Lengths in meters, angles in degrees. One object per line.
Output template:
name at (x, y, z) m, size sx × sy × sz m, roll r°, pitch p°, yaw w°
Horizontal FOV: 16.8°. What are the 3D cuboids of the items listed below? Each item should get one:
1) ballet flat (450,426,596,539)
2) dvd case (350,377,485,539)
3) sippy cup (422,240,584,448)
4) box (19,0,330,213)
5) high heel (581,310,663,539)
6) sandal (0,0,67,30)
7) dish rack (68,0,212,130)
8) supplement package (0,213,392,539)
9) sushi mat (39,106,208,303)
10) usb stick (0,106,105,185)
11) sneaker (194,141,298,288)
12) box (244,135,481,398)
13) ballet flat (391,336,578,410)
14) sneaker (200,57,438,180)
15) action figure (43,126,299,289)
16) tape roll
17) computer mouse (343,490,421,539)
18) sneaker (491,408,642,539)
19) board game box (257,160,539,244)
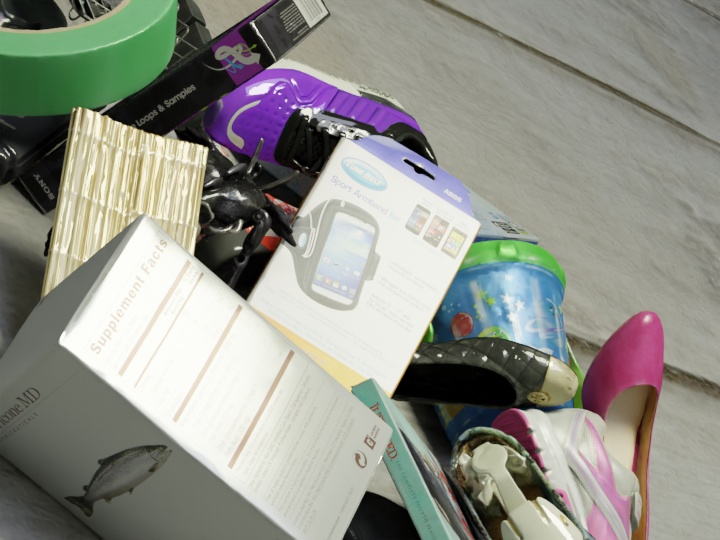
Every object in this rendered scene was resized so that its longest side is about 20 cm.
ballet flat at (0.108, 0.168, 1.609) m, size 0.074 × 0.074 × 0.200 m, roll 32°, pitch 9°, yaw -32°
dvd case at (0.061, 0.172, 1.617) m, size 0.146 × 0.022 × 0.200 m, roll 64°, pitch 4°, yaw 38°
sippy cup at (0.100, 0.068, 1.830) m, size 0.177 × 0.140 × 0.131 m, roll -3°, pitch 55°, yaw -16°
box at (-0.123, -0.118, 1.631) m, size 0.036 × 0.199 × 0.143 m, roll 57°, pitch 22°, yaw -8°
high heel at (0.200, 0.135, 1.781) m, size 0.067 × 0.201 × 0.096 m, roll 12°, pitch 14°, yaw -37°
sandal at (-0.251, -0.179, 1.700) m, size 0.075 × 0.048 × 0.201 m, roll 45°, pitch 22°, yaw -6°
dish rack at (-0.175, -0.185, 1.813) m, size 0.200 × 0.054 × 0.154 m, roll 32°, pitch 25°, yaw -45°
supplement package at (-0.103, 0.089, 1.395) m, size 0.200 × 0.117 × 0.118 m, roll 41°, pitch 46°, yaw -13°
sushi mat at (-0.148, 0.001, 1.490) m, size 0.095 × 0.012 × 0.201 m, roll 19°, pitch 63°, yaw -27°
usb stick at (-0.222, -0.105, 1.645) m, size 0.055 × 0.033 × 0.200 m, roll 35°, pitch 24°, yaw 0°
sneaker at (-0.073, -0.040, 1.763) m, size 0.201 × 0.067 × 0.108 m, roll 3°, pitch 51°, yaw -56°
box at (0.000, 0.000, 1.686) m, size 0.119 × 0.042 × 0.201 m, roll 32°, pitch 56°, yaw -4°
ballet flat at (0.055, 0.080, 1.717) m, size 0.199 × 0.067 × 0.057 m, roll 4°, pitch 48°, yaw -3°
sneaker at (-0.019, -0.095, 1.775) m, size 0.199 × 0.070 × 0.100 m, roll 5°, pitch 33°, yaw -41°
action figure at (-0.125, -0.024, 1.607) m, size 0.119 × 0.102 × 0.200 m, roll 48°, pitch 38°, yaw 9°
tape roll at (-0.220, -0.176, 1.607) m, size 0.199 × 0.048 × 0.201 m, roll 5°, pitch 36°, yaw -4°
computer mouse at (0.034, 0.213, 1.555) m, size 0.138 × 0.053 × 0.201 m, roll 17°, pitch 37°, yaw -49°
sneaker at (0.166, 0.184, 1.721) m, size 0.088 × 0.081 × 0.201 m, roll -16°, pitch 88°, yaw -30°
board game box at (0.016, -0.066, 1.930) m, size 0.199 × 0.044 × 0.200 m, roll 40°, pitch 18°, yaw 27°
